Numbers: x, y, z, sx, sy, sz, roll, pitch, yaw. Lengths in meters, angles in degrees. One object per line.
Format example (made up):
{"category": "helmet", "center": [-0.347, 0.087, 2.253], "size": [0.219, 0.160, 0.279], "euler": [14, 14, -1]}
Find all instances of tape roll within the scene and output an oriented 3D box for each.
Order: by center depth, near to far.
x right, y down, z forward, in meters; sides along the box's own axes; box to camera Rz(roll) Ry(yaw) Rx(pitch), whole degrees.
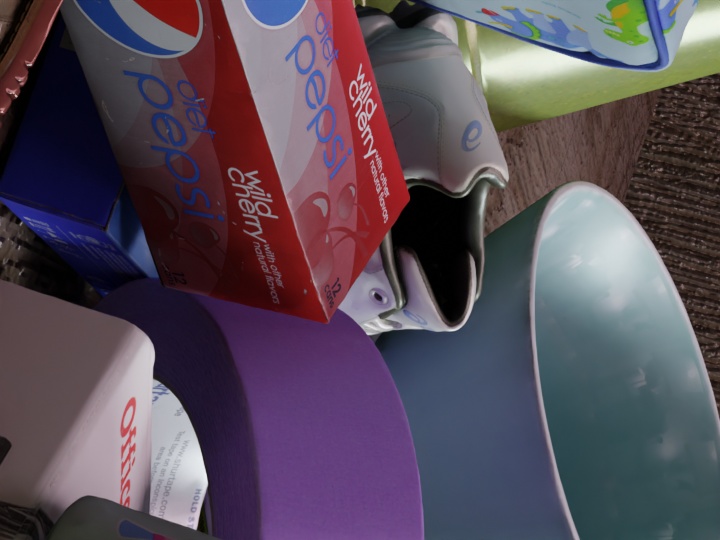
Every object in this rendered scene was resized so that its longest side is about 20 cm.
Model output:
{"category": "tape roll", "center": [-0.056, 0.105, 0.927], "size": [0.200, 0.065, 0.202], "euler": [-18, -111, 58]}

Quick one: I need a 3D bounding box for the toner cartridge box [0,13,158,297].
{"category": "toner cartridge box", "center": [-0.075, -0.041, 0.966], "size": [0.200, 0.043, 0.096], "euler": [59, 50, -76]}

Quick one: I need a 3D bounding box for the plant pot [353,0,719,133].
{"category": "plant pot", "center": [0.089, -0.140, 1.045], "size": [0.200, 0.189, 0.202], "euler": [-6, 90, -85]}

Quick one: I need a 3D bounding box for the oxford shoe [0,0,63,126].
{"category": "oxford shoe", "center": [-0.117, -0.069, 0.684], "size": [0.201, 0.075, 0.070], "euler": [-55, -163, -14]}

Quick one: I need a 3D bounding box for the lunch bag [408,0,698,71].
{"category": "lunch bag", "center": [0.020, -0.141, 0.864], "size": [0.083, 0.199, 0.161], "euler": [-65, 161, -13]}

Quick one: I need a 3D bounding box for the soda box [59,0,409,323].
{"category": "soda box", "center": [-0.046, -0.079, 0.823], "size": [0.064, 0.070, 0.201], "euler": [-57, 145, -35]}

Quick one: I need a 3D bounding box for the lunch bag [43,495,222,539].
{"category": "lunch bag", "center": [-0.078, 0.171, 0.736], "size": [0.161, 0.077, 0.201], "euler": [76, 34, -70]}

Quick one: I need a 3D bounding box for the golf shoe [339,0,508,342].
{"category": "golf shoe", "center": [0.000, 0.000, 0.968], "size": [0.078, 0.097, 0.201], "euler": [-15, 143, -27]}

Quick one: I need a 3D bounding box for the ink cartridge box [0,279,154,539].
{"category": "ink cartridge box", "center": [-0.138, 0.119, 0.785], "size": [0.146, 0.084, 0.201], "euler": [97, 15, -47]}

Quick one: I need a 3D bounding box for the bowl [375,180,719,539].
{"category": "bowl", "center": [0.066, 0.073, 1.064], "size": [0.201, 0.104, 0.202], "euler": [39, 44, -51]}

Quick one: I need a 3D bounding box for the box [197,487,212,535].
{"category": "box", "center": [-0.059, 0.152, 1.037], "size": [0.110, 0.035, 0.201], "euler": [126, -38, -46]}
